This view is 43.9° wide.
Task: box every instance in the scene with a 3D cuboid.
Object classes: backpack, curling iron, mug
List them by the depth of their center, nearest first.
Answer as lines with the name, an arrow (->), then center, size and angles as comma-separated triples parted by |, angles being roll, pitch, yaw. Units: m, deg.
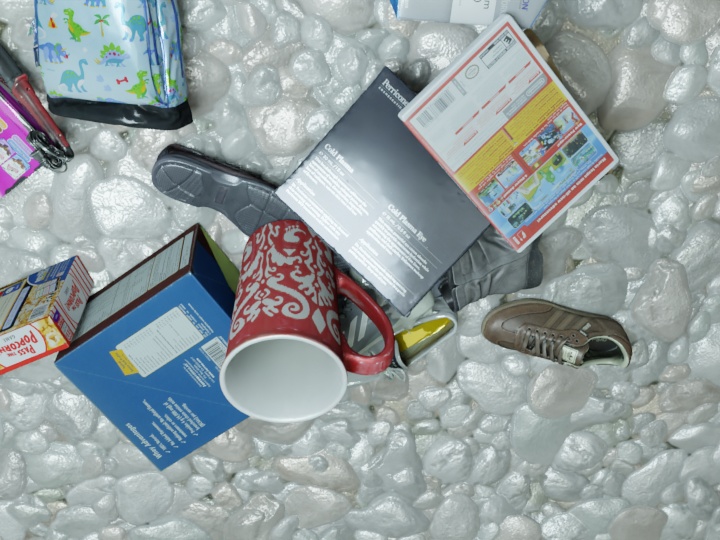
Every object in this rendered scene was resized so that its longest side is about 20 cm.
backpack -> -0.258, -0.252, 0.917 | 0.162, 0.154, 0.202 | 10, 104, 6
curling iron -> -0.364, -0.193, 0.947 | 0.025, 0.050, 0.201 | -30, 88, 20
mug -> -0.065, 0.057, 0.998 | 0.177, 0.201, 0.134 | 25, 125, -24

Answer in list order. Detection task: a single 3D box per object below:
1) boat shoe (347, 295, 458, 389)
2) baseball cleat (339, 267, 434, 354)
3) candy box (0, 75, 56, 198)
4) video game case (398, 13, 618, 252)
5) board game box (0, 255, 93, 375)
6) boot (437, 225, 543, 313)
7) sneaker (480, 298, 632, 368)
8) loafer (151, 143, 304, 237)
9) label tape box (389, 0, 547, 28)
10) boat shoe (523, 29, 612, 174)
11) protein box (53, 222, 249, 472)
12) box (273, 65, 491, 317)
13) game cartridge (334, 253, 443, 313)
boat shoe -> 0.040, 0.107, 1.146 | 0.201, 0.086, 0.075 | -29, 116, 9
baseball cleat -> -0.011, 0.055, 1.086 | 0.199, 0.070, 0.107 | -31, 97, -6
candy box -> -0.451, -0.132, 0.994 | 0.199, 0.061, 0.137 | -34, 115, 11
video game case -> 0.152, -0.133, 0.900 | 0.143, 0.017, 0.200 | -43, 113, 5
board game box -> -0.424, 0.069, 1.048 | 0.199, 0.152, 0.047 | -22, 117, 7
boot -> 0.152, -0.045, 1.072 | 0.131, 0.070, 0.202 | -15, 117, -14
sneaker -> 0.259, 0.086, 1.161 | 0.198, 0.076, 0.071 | 4, 117, -8
loafer -> -0.143, -0.093, 1.042 | 0.199, 0.063, 0.072 | 24, 123, -18
label tape box -> 0.129, -0.296, 0.915 | 0.198, 0.144, 0.067 | 4, 119, -7
boat shoe -> 0.215, -0.177, 1.028 | 0.070, 0.070, 0.200 | -36, 106, 5
protein box -> -0.220, 0.094, 1.088 | 0.199, 0.135, 0.199 | -32, 116, 11
box -> 0.040, -0.087, 0.991 | 0.200, 0.104, 0.182 | 44, 98, -2
game cartridge -> 0.000, 0.000, 1.117 | 0.198, 0.041, 0.134 | -10, 114, 0
